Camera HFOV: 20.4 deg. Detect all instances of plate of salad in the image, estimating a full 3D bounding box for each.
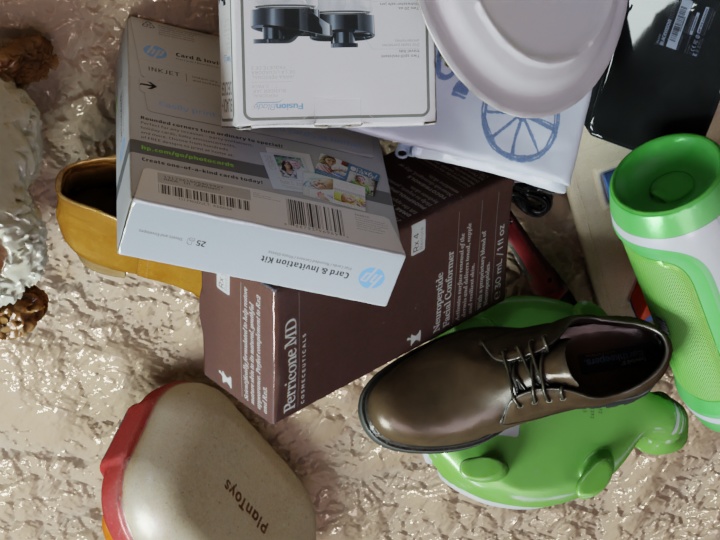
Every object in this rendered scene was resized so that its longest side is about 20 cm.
[{"bbox_3d":[0.084,-0.185,1.111,0.048,0.201,0.200,0,139,43],"label":"plate of salad"}]

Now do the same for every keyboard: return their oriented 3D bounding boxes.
[{"bbox_3d":[0.215,-0.142,1.189,0.126,0.021,0.201,22,131,8],"label":"keyboard"}]

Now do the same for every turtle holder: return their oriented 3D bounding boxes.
[{"bbox_3d":[0.121,0.083,1.329,0.185,0.132,0.142,-22,85,-13],"label":"turtle holder"}]

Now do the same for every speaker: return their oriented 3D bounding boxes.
[{"bbox_3d":[0.218,0.011,1.251,0.088,0.089,0.200,-21,129,7],"label":"speaker"}]

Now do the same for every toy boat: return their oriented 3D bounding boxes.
[{"bbox_3d":[-0.123,0.174,1.382,0.130,0.131,0.200,-8,133,37],"label":"toy boat"}]

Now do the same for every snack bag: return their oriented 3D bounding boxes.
[{"bbox_3d":[0.051,-0.156,1.162,0.199,0.021,0.190,12,92,-15],"label":"snack bag"}]

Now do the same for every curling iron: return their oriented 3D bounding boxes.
[{"bbox_3d":[0.133,0.004,1.337,0.049,0.026,0.201,-20,126,10],"label":"curling iron"}]

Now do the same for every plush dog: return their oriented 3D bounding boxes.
[{"bbox_3d":[-0.251,-0.046,1.196,0.199,0.161,0.172,33,136,8],"label":"plush dog"}]

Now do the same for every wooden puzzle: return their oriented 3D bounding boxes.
[{"bbox_3d":[0.233,-0.043,1.306,0.184,0.046,0.201,-17,126,4],"label":"wooden puzzle"}]

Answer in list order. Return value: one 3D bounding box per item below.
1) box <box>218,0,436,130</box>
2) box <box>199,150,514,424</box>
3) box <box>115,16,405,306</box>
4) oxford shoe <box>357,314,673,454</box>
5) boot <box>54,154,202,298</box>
[{"bbox_3d":[-0.021,-0.178,1.100,0.116,0.060,0.201,-3,94,-13],"label":"box"},{"bbox_3d":[0.000,0.000,1.212,0.199,0.075,0.101,-26,133,-33],"label":"box"},{"bbox_3d":[-0.063,-0.067,1.150,0.155,0.200,0.041,11,125,-16],"label":"box"},{"bbox_3d":[0.095,0.061,1.217,0.199,0.073,0.084,-15,171,-9],"label":"oxford shoe"},{"bbox_3d":[-0.086,-0.023,1.219,0.200,0.071,0.144,5,166,-5],"label":"boot"}]
